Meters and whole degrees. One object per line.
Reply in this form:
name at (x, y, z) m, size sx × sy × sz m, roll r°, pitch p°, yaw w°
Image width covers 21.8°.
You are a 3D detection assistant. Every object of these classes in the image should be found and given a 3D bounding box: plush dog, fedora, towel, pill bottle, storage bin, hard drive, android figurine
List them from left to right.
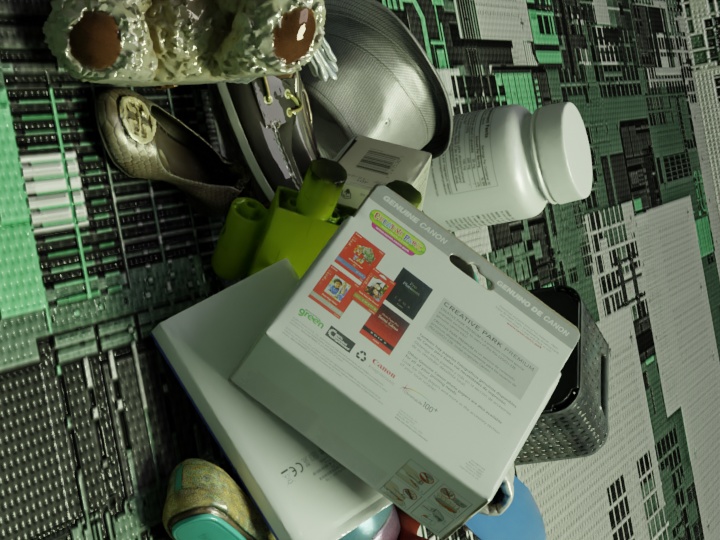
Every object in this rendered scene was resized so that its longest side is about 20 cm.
plush dog at (-0.136, -0.220, 1.339) m, size 0.160 × 0.199 × 0.173 m, roll -175°, pitch -99°, yaw -74°
towel at (-0.078, -0.255, 1.545) m, size 0.147 × 0.024 × 0.200 m, roll 61°, pitch 1°, yaw -39°
hard drive at (-0.053, 0.102, 1.390) m, size 0.132 × 0.025 × 0.201 m, roll -28°, pitch 84°, yaw -39°
android figurine at (-0.027, 0.004, 1.474) m, size 0.041 × 0.181 × 0.201 m, roll -87°, pitch -166°, yaw -51°
fedora at (-0.010, -0.147, 1.638) m, size 0.090 × 0.176 × 0.200 m, roll -53°, pitch 145°, yaw -22°
pill bottle at (0.119, -0.100, 1.836) m, size 0.113 × 0.199 × 0.114 m, roll -9°, pitch 90°, yaw -68°
storage bin at (0.127, 0.105, 1.768) m, size 0.094 × 0.199 × 0.136 m, roll 54°, pitch 34°, yaw -50°

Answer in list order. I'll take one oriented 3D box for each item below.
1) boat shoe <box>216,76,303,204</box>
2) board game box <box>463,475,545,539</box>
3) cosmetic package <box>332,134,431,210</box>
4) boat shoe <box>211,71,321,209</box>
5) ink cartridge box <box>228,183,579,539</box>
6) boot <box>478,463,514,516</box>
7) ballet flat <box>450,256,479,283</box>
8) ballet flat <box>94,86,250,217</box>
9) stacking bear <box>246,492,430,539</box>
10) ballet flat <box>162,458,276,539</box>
boat shoe at (-0.081, -0.142, 1.477) m, size 0.072 × 0.060 × 0.202 m, roll -44°, pitch 110°, yaw -88°
board game box at (0.065, 0.170, 1.531) m, size 0.200 × 0.039 × 0.158 m, roll 44°, pitch 19°, yaw 2°
cosmetic package at (0.000, 0.000, 1.567) m, size 0.105 × 0.071 × 0.201 m, roll -55°, pitch 157°, yaw -62°
boat shoe at (-0.078, -0.133, 1.556) m, size 0.073 × 0.074 × 0.201 m, roll -81°, pitch 159°, yaw -80°
ink cartridge box at (0.037, 0.064, 1.378) m, size 0.200 × 0.084 × 0.176 m, roll 37°, pitch 54°, yaw -1°
boot at (0.046, 0.107, 1.447) m, size 0.200 × 0.074 × 0.096 m, roll 39°, pitch 13°, yaw -13°
ballet flat at (0.045, -0.013, 1.727) m, size 0.068 × 0.068 × 0.200 m, roll 26°, pitch 12°, yaw -26°
ballet flat at (-0.136, -0.088, 1.404) m, size 0.200 × 0.046 × 0.068 m, roll 38°, pitch 46°, yaw -60°
stacking bear at (-0.039, 0.161, 1.464) m, size 0.200 × 0.113 × 0.121 m, roll 59°, pitch -1°, yaw -20°
ballet flat at (-0.087, 0.203, 1.388) m, size 0.200 × 0.070 × 0.071 m, roll 56°, pitch 32°, yaw -46°
